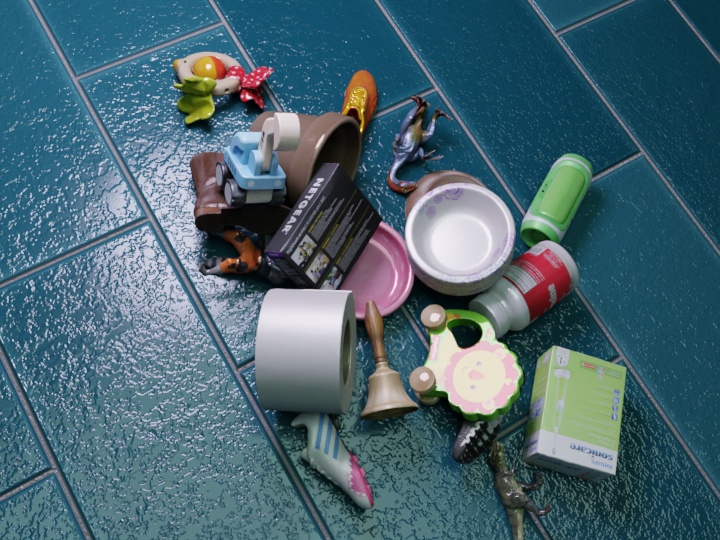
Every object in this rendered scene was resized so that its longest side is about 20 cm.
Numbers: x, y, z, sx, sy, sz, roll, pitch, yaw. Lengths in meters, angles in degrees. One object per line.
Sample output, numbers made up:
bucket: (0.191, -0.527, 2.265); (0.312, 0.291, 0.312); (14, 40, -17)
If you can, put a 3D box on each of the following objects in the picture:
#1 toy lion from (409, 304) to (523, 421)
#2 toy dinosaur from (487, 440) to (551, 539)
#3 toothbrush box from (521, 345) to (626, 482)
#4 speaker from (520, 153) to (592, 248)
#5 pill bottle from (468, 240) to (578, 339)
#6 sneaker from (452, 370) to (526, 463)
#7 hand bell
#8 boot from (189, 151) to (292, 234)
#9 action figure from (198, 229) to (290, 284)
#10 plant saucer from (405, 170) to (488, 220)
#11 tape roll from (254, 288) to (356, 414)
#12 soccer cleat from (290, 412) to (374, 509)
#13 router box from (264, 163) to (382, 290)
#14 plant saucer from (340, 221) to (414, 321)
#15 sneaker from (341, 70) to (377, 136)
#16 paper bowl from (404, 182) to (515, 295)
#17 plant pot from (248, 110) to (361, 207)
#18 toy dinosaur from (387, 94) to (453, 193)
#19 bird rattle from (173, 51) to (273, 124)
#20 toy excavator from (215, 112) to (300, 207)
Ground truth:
toy lion: (0.191, 0.163, 1.486); (0.189, 0.069, 0.202); (1, 58, 18)
toy dinosaur: (0.279, 0.392, 1.464); (0.087, 0.048, 0.202); (-12, 68, 3)
toothbrush box: (0.384, 0.257, 1.519); (0.144, 0.086, 0.202); (16, 65, -4)
speaker: (0.391, -0.136, 1.688); (0.088, 0.089, 0.201); (31, 65, 4)
pill bottle: (0.302, 0.039, 1.581); (0.199, 0.112, 0.113); (-33, 77, -21)
sneaker: (0.208, 0.248, 1.498); (0.090, 0.067, 0.201); (18, 65, 43)
hand bell: (0.035, 0.151, 1.483); (0.103, 0.104, 0.202); (-5, 71, -13)
boot: (-0.220, -0.152, 1.557); (0.184, 0.065, 0.201); (1, 40, -12)
action figure: (-0.189, -0.037, 1.553); (0.191, 0.105, 0.201); (14, 38, -12)
plant saucer: (0.188, -0.116, 1.668); (0.198, 0.037, 0.203); (4, 66, -8)
tape roll: (-0.086, 0.133, 1.405); (0.137, 0.203, 0.205); (1, 66, 7)
soccer cleat: (-0.049, 0.321, 1.427); (0.086, 0.070, 0.201); (-26, 69, -10)
router box: (-0.060, -0.064, 1.484); (0.149, 0.051, 0.201); (49, 62, -35)
plant saucer: (0.000, 0.000, 1.572); (0.198, 0.051, 0.203); (4, 70, -11)
sneaker: (-0.003, -0.323, 1.698); (0.072, 0.077, 0.202); (13, 64, -3)
paper bowl: (0.182, -0.051, 1.556); (0.198, 0.105, 0.203); (-2, 68, 5)
plant pot: (-0.117, -0.219, 1.586); (0.173, 0.201, 0.201); (25, 64, 21)
toy dinosaur: (0.108, -0.246, 1.700); (0.104, 0.200, 0.183); (30, 100, -9)
bird rattle: (-0.279, -0.382, 1.662); (0.199, 0.113, 0.163); (-27, 58, -23)
toy excavator: (-0.165, -0.196, 1.406); (0.099, 0.202, 0.195); (-4, 36, -25)
